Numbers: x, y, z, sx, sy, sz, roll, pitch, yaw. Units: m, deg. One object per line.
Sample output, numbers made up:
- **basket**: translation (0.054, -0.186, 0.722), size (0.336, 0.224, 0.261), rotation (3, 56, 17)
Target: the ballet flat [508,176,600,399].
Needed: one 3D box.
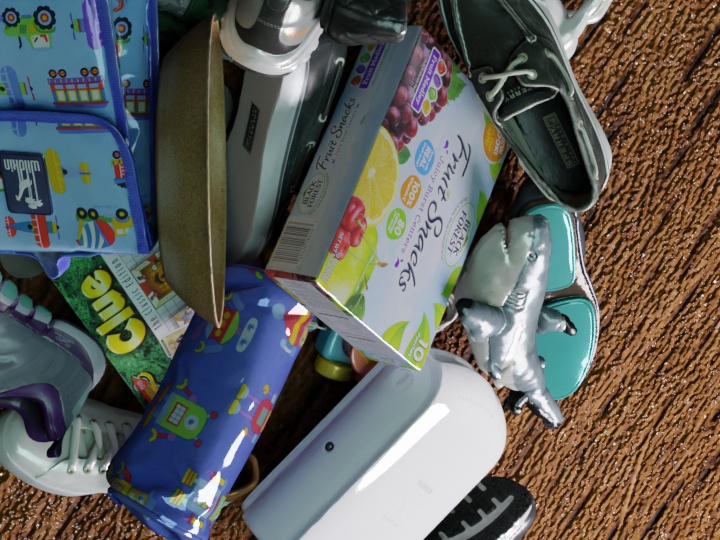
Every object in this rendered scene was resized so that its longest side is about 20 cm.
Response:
- **ballet flat**: translation (0.148, 0.007, 1.257), size (0.073, 0.073, 0.200), rotation (-20, 128, -14)

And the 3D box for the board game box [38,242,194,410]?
- **board game box**: translation (-0.155, 0.005, 1.136), size (0.105, 0.023, 0.200), rotation (-35, 133, -7)

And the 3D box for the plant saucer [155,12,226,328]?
- **plant saucer**: translation (-0.108, -0.063, 1.031), size (0.035, 0.200, 0.201), rotation (-1, 112, -2)

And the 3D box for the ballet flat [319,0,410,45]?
- **ballet flat**: translation (0.025, -0.186, 1.076), size (0.057, 0.200, 0.067), rotation (23, 120, 7)

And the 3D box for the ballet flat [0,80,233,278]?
- **ballet flat**: translation (-0.176, -0.070, 1.118), size (0.200, 0.046, 0.067), rotation (-40, 132, -7)

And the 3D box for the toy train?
- **toy train**: translation (0.000, 0.000, 1.207), size (0.150, 0.056, 0.200), rotation (-35, 119, -5)

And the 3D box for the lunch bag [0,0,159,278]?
- **lunch bag**: translation (-0.203, -0.095, 1.015), size (0.150, 0.094, 0.201), rotation (0, 106, 15)

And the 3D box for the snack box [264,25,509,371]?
- **snack box**: translation (0.025, -0.050, 1.134), size (0.142, 0.053, 0.200), rotation (42, 65, -47)

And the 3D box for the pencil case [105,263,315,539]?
- **pencil case**: translation (-0.104, 0.086, 1.115), size (0.087, 0.078, 0.200), rotation (23, 76, 10)

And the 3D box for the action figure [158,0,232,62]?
- **action figure**: translation (-0.099, -0.184, 1.097), size (0.200, 0.055, 0.118), rotation (22, 98, -32)

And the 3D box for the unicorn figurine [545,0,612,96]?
- **unicorn figurine**: translation (0.136, -0.188, 1.185), size (0.137, 0.074, 0.200), rotation (-41, 106, 8)

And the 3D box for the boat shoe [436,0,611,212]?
- **boat shoe**: translation (0.116, -0.133, 1.130), size (0.071, 0.064, 0.200), rotation (-29, 102, 22)

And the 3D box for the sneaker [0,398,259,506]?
- **sneaker**: translation (-0.162, 0.127, 1.166), size (0.200, 0.085, 0.073), rotation (16, 65, -34)

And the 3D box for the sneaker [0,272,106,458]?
- **sneaker**: translation (-0.265, 0.046, 1.083), size (0.200, 0.074, 0.088), rotation (33, 54, -22)

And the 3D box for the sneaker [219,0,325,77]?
- **sneaker**: translation (-0.031, -0.218, 1.046), size (0.074, 0.200, 0.079), rotation (20, 147, -6)

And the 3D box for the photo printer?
- **photo printer**: translation (0.022, 0.151, 1.240), size (0.200, 0.069, 0.166), rotation (-45, 147, 0)

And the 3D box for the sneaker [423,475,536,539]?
- **sneaker**: translation (0.064, 0.247, 1.333), size (0.200, 0.074, 0.080), rotation (-37, 134, 0)

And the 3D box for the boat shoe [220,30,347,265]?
- **boat shoe**: translation (-0.057, -0.084, 1.124), size (0.056, 0.069, 0.200), rotation (-7, 133, -31)

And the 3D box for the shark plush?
- **shark plush**: translation (0.124, 0.051, 1.209), size (0.083, 0.091, 0.200), rotation (-19, 115, 3)
